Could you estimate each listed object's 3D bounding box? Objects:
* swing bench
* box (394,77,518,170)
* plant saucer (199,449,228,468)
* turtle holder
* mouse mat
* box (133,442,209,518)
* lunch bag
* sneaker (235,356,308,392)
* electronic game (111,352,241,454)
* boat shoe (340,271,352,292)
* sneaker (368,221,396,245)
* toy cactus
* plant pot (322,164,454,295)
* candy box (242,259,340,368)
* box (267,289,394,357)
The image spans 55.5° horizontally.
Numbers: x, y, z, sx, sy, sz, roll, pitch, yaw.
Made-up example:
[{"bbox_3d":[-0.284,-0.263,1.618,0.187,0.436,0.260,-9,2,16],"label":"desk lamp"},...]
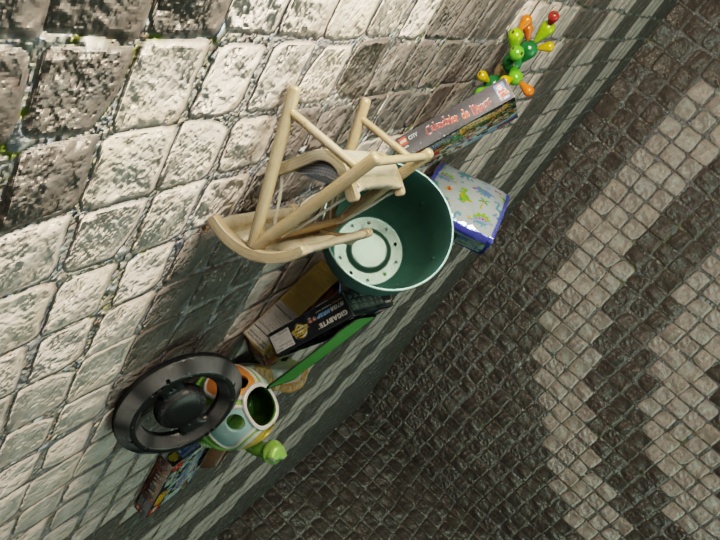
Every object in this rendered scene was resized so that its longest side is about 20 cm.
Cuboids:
[{"bbox_3d":[-0.043,-0.098,0.825,0.200,0.130,0.199,-53,167,23],"label":"swing bench"},{"bbox_3d":[0.165,-0.240,1.152,0.200,0.038,0.137,-28,173,13],"label":"box"},{"bbox_3d":[-0.279,0.352,1.497,0.201,0.034,0.200,-57,180,-1],"label":"plant saucer"},{"bbox_3d":[-0.207,0.252,1.170,0.132,0.186,0.141,-11,176,40],"label":"turtle holder"},{"bbox_3d":[-0.064,0.137,1.176,0.200,0.008,0.161,-39,171,8],"label":"mouse mat"},{"bbox_3d":[-0.382,0.414,1.421,0.137,0.040,0.200,-31,159,-53],"label":"box"},{"bbox_3d":[0.203,-0.120,1.396,0.200,0.170,0.128,-52,167,-67],"label":"lunch bag"},{"bbox_3d":[-0.199,0.203,1.339,0.200,0.088,0.076,9,103,-49],"label":"sneaker"},{"bbox_3d":[-0.270,0.200,1.022,0.200,0.042,0.200,-24,139,-23],"label":"electronic game"},{"bbox_3d":[0.000,0.001,1.265,0.201,0.071,0.070,96,-6,-53],"label":"boat shoe"},{"bbox_3d":[0.023,-0.037,1.297,0.070,0.100,0.200,-35,162,-38],"label":"sneaker"},{"bbox_3d":[0.282,-0.368,1.246,0.200,0.102,0.165,-56,178,-3],"label":"toy cactus"},{"bbox_3d":[0.028,-0.049,1.086,0.201,0.201,0.161,-45,178,-17],"label":"plant pot"},{"bbox_3d":[-0.123,0.082,1.267,0.200,0.056,0.117,-43,167,-18],"label":"candy box"},{"bbox_3d":[-0.047,0.084,1.185,0.159,0.046,0.200,-30,172,20],"label":"box"}]
